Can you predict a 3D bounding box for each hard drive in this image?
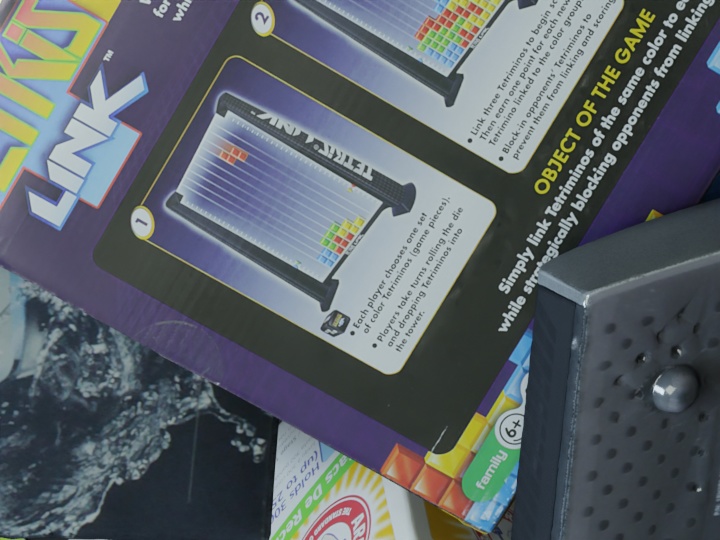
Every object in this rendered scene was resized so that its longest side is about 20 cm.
[{"bbox_3d":[0.125,0.035,0.716,0.199,0.042,0.135,-11,121,-25],"label":"hard drive"}]

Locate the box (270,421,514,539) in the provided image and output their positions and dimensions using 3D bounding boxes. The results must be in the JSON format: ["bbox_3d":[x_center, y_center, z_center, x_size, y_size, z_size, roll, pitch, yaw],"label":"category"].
[{"bbox_3d":[-0.012,0.134,0.863,0.101,0.113,0.200,31,112,-24],"label":"box"}]

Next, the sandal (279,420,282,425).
[{"bbox_3d":[0.001,0.001,0.882,0.199,0.043,0.076,-12,110,13],"label":"sandal"}]

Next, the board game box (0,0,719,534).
[{"bbox_3d":[0.010,-0.065,0.693,0.165,0.057,0.200,30,100,-12],"label":"board game box"}]

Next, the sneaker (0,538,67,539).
[{"bbox_3d":[-0.146,0.084,0.923,0.199,0.072,0.083,-25,96,20],"label":"sneaker"}]

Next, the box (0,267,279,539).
[{"bbox_3d":[-0.124,-0.036,0.773,0.199,0.117,0.198,4,92,-23],"label":"box"}]

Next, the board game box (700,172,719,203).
[{"bbox_3d":[0.049,-0.057,0.759,0.200,0.039,0.158,-42,100,1],"label":"board game box"}]
